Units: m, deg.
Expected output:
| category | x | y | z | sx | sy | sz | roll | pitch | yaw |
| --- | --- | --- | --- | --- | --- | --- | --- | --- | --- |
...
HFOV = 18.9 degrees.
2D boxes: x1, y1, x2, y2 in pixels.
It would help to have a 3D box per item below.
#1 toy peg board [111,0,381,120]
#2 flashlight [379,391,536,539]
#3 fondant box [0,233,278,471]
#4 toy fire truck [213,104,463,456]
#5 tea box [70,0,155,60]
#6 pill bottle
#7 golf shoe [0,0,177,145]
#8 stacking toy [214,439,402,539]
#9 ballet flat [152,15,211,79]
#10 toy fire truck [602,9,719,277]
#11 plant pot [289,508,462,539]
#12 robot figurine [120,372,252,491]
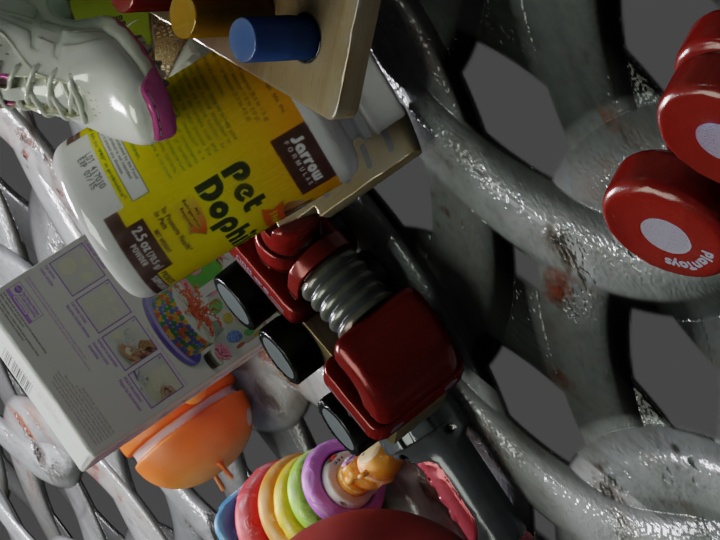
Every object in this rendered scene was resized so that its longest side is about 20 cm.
| category | x | y | z | sx | sy | sz | roll | pitch | yaw |
| --- | --- | --- | --- | --- | --- | --- | --- | --- | --- |
| toy peg board | -0.080 | -0.208 | 1.191 | 0.199 | 0.097 | 0.201 | 34 | 121 | 42 |
| flashlight | 0.073 | 0.168 | 1.506 | 0.201 | 0.068 | 0.068 | 55 | 159 | 0 |
| fondant box | -0.167 | 0.035 | 1.629 | 0.145 | 0.200 | 0.058 | 54 | 158 | 5 |
| toy fire truck | 0.000 | 0.000 | 1.398 | 0.176 | 0.128 | 0.200 | 50 | 165 | 15 |
| tea box | -0.227 | -0.247 | 1.398 | 0.197 | 0.133 | 0.201 | 92 | 158 | -46 |
| pill bottle | -0.077 | -0.076 | 1.305 | 0.110 | 0.199 | 0.109 | 59 | -178 | -4 |
| golf shoe | -0.181 | -0.111 | 1.248 | 0.200 | 0.091 | 0.076 | 33 | 144 | 45 |
| stacking toy | -0.021 | 0.174 | 1.672 | 0.110 | 0.116 | 0.200 | 51 | 145 | 4 |
| ballet flat | -0.131 | -0.143 | 1.529 | 0.065 | 0.071 | 0.200 | 27 | 156 | 0 |
| toy fire truck | 0.212 | -0.053 | 0.941 | 0.167 | 0.112 | 0.200 | 29 | 153 | 3 |
| plant pot | 0.007 | 0.276 | 1.534 | 0.201 | 0.200 | 0.177 | 56 | -176 | 2 |
| robot figurine | -0.168 | 0.099 | 1.820 | 0.144 | 0.116 | 0.200 | -39 | 83 | 31 |
